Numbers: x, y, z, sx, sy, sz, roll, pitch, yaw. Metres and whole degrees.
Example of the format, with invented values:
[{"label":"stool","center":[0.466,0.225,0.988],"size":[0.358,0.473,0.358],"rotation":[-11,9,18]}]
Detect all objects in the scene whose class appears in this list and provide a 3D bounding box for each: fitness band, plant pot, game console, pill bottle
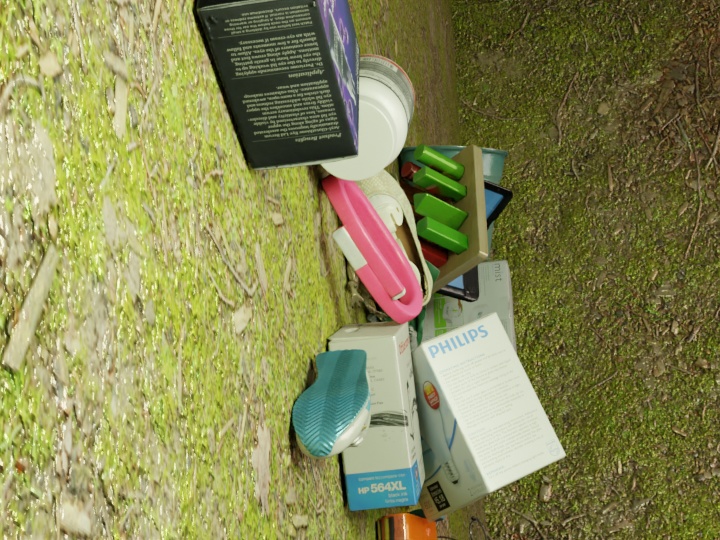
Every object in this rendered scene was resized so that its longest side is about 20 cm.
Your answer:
[{"label":"fitness band","center":[0.015,-0.029,1.624],"size":[0.201,0.037,0.144],"rotation":[57,14,-13]},{"label":"plant pot","center":[0.161,-0.118,2.440],"size":[0.200,0.199,0.197],"rotation":[3,90,-81]},{"label":"game console","center":[0.158,-0.059,2.258],"size":[0.199,0.116,0.177],"rotation":[16,63,-40]},{"label":"pill bottle","center":[0.001,-0.179,1.600],"size":[0.200,0.115,0.117],"rotation":[-72,155,-68]}]

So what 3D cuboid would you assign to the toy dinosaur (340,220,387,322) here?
[{"label":"toy dinosaur","center":[0.000,0.000,1.743],"size":[0.101,0.058,0.201],"rotation":[-113,177,-56]}]

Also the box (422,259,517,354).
[{"label":"box","center":[0.200,0.094,2.545],"size":[0.097,0.175,0.201],"rotation":[68,17,-61]}]

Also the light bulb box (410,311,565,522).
[{"label":"light bulb box","center":[0.130,0.191,1.735],"size":[0.201,0.124,0.198],"rotation":[64,-28,11]}]

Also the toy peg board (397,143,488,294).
[{"label":"toy peg board","center":[0.082,-0.075,2.000],"size":[0.098,0.199,0.201],"rotation":[25,49,-31]}]

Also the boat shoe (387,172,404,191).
[{"label":"boat shoe","center":[0.035,-0.077,1.896],"size":[0.200,0.074,0.069],"rotation":[-76,153,-68]}]

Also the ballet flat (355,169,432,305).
[{"label":"ballet flat","center":[0.046,-0.044,1.737],"size":[0.201,0.067,0.062],"rotation":[63,5,-17]}]

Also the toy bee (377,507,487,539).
[{"label":"toy bee","center":[0.072,0.369,1.834],"size":[0.200,0.108,0.131],"rotation":[44,42,-37]}]

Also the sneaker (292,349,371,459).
[{"label":"sneaker","center":[-0.021,0.149,1.379],"size":[0.200,0.076,0.081],"rotation":[-65,150,-70]}]

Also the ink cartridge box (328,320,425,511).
[{"label":"ink cartridge box","center":[0.022,0.167,1.610],"size":[0.146,0.084,0.201],"rotation":[-36,120,-81]}]

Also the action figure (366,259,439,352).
[{"label":"action figure","center":[0.049,0.063,1.879],"size":[0.201,0.118,0.055],"rotation":[87,27,-46]}]

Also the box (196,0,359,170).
[{"label":"box","center":[-0.067,-0.212,1.206],"size":[0.200,0.104,0.149],"rotation":[73,14,-51]}]
